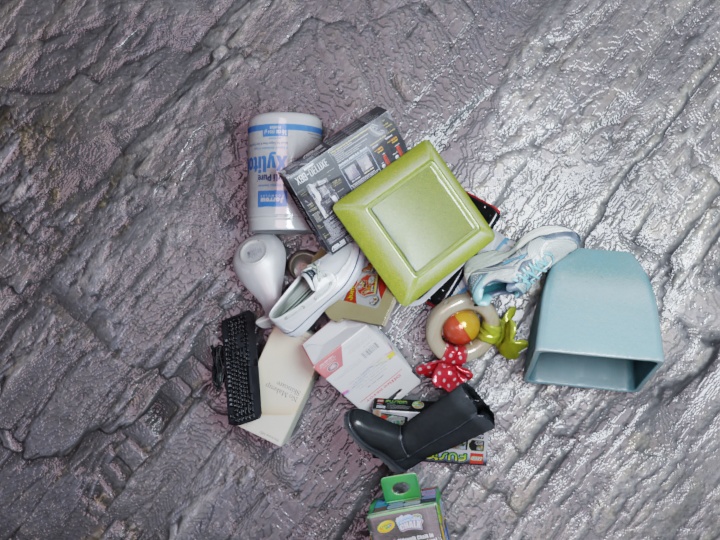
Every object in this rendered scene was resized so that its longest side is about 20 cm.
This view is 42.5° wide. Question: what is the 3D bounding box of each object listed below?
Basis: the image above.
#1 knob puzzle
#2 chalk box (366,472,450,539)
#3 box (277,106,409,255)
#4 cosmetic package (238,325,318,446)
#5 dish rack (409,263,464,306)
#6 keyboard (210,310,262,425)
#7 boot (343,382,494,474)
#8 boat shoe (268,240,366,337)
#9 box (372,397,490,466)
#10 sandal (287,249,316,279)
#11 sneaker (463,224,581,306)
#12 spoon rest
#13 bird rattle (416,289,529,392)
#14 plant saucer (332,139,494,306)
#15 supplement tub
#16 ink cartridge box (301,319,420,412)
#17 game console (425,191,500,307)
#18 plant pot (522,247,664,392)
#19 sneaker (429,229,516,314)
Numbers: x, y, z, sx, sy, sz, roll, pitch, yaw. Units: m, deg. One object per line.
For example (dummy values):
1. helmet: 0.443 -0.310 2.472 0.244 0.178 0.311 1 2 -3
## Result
1. knob puzzle: 0.000 0.000 1.546 0.220 0.030 0.220 -17 56 27
2. chalk box: 0.085 0.444 1.577 0.125 0.124 0.200 -11 87 6
3. box: -0.010 -0.144 1.495 0.200 0.050 0.158 -35 118 -8
4. cosmetic package: -0.136 0.194 1.626 0.103 0.073 0.200 23 90 6
5. dish rack: 0.091 -0.053 1.573 0.172 0.044 0.200 -44 68 7
6. keyboard: -0.225 0.172 1.606 0.104 0.040 0.200 -25 59 31
7. boot: 0.097 0.243 1.514 0.200 0.066 0.165 -32 124 28
8. boat shoe: -0.069 0.022 1.516 0.074 0.067 0.200 35 87 42
9. box: 0.120 0.279 1.595 0.200 0.035 0.110 3 119 5
10. sandal: -0.038 0.020 1.627 0.200 0.055 0.082 27 92 5
11. sneaker: 0.261 0.001 1.468 0.200 0.078 0.086 -27 42 25
12. spoon rest: -0.171 0.019 1.615 0.099 0.061 0.200 -18 54 6
13. bird rattle: 0.174 0.111 1.573 0.200 0.113 0.163 -27 118 12
14. plant saucer: 0.094 -0.079 1.459 0.200 0.048 0.200 -37 95 -14
15. supplement tub: -0.131 -0.166 1.601 0.132 0.132 0.200 0 88 5
16. ink cartridge box: 0.005 0.160 1.585 0.116 0.200 0.068 -38 42 4
17. game console: 0.122 -0.057 1.601 0.177 0.031 0.200 32 93 23
18. plant pot: 0.379 0.073 1.523 0.196 0.196 0.200 5 69 5
19. sneaker: 0.181 0.007 1.609 0.200 0.075 0.087 -48 65 4
